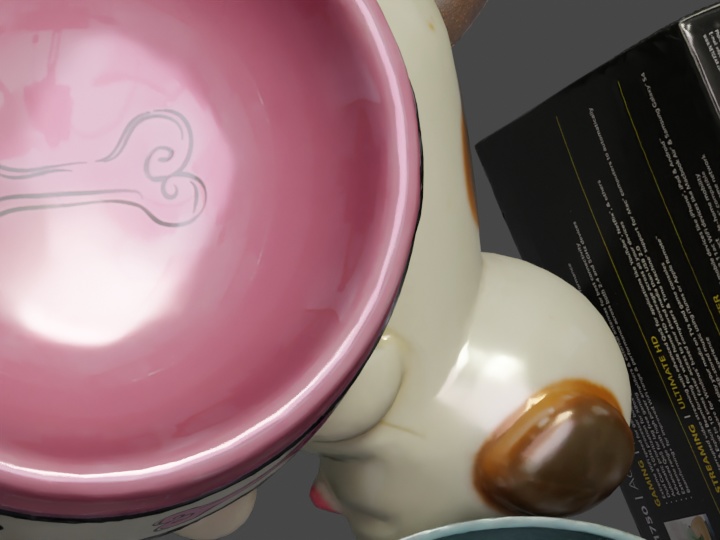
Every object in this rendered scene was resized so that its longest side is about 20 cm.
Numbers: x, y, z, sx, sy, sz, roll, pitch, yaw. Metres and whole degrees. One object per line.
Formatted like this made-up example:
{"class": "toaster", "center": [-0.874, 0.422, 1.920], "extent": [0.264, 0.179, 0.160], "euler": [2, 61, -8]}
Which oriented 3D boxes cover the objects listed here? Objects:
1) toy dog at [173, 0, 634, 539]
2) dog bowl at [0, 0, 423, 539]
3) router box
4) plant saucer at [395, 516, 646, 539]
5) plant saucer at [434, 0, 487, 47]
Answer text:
{"class": "toy dog", "center": [0.000, 0.000, 0.803], "extent": [0.194, 0.140, 0.200], "euler": [-39, 105, -8]}
{"class": "dog bowl", "center": [-0.073, -0.026, 0.666], "extent": [0.200, 0.074, 0.201], "euler": [1, 87, -16]}
{"class": "router box", "center": [0.121, 0.025, 0.811], "extent": [0.051, 0.149, 0.200], "euler": [-22, 88, -24]}
{"class": "plant saucer", "center": [0.033, 0.159, 0.801], "extent": [0.200, 0.036, 0.200], "euler": [-5, 111, -12]}
{"class": "plant saucer", "center": [-0.037, -0.147, 0.863], "extent": [0.200, 0.032, 0.201], "euler": [2, 81, -13]}
